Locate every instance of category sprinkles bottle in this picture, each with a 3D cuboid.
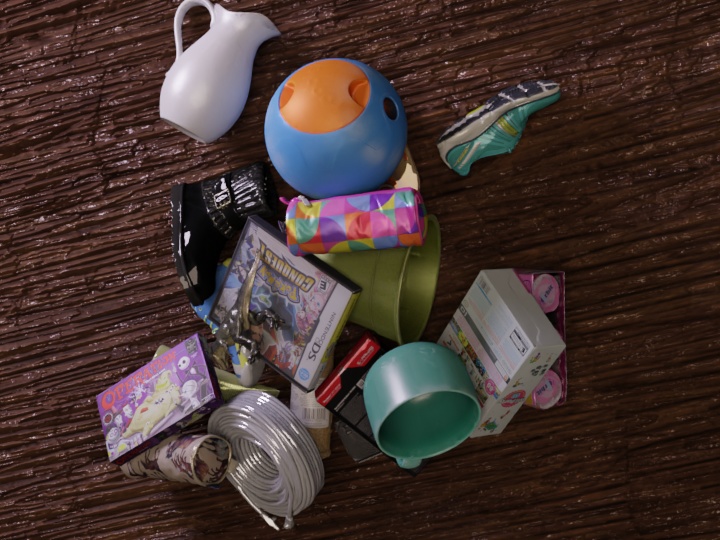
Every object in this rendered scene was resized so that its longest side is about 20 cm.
[{"bbox_3d":[-0.074,0.183,1.714,0.068,0.068,0.200,4,95,6],"label":"sprinkles bottle"}]

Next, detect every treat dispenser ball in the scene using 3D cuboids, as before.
[{"bbox_3d":[-0.034,-0.196,1.581,0.200,0.201,0.201,0,94,7],"label":"treat dispenser ball"}]

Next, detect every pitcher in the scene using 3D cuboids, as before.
[{"bbox_3d":[-0.235,-0.305,1.684,0.171,0.121,0.200,26,86,24],"label":"pitcher"}]

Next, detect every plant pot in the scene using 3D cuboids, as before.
[{"bbox_3d":[0.000,0.000,1.648,0.190,0.200,0.201,12,95,18],"label":"plant pot"}]

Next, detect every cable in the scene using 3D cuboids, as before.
[{"bbox_3d":[-0.140,0.273,1.678,0.200,0.069,0.200,42,139,14],"label":"cable"}]

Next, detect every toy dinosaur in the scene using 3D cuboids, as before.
[{"bbox_3d":[-0.162,0.076,1.611,0.088,0.047,0.200,37,114,27],"label":"toy dinosaur"}]

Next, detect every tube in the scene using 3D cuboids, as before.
[{"bbox_3d":[-0.229,0.179,1.746,0.200,0.058,0.052,24,58,2],"label":"tube"}]

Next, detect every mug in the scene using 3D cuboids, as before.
[{"bbox_3d":[0.070,0.183,1.581,0.152,0.115,0.185,26,122,-37],"label":"mug"}]

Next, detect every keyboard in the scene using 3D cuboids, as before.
[{"bbox_3d":[0.052,0.205,1.726,0.200,0.021,0.127,-25,97,7],"label":"keyboard"}]

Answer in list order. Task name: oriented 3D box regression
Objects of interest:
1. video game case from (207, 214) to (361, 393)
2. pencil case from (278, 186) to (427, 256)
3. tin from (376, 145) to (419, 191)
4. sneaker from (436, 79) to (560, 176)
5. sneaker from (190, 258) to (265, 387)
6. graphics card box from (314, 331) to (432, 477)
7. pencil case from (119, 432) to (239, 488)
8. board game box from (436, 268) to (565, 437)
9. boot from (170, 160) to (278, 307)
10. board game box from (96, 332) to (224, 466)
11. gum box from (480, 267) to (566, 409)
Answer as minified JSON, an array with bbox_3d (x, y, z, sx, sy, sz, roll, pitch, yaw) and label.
[{"bbox_3d":[-0.113,0.048,1.615,0.200,0.025,0.181,35,116,20],"label":"video game case"},{"bbox_3d":[-0.009,-0.066,1.525,0.200,0.088,0.089,-4,94,10],"label":"pencil case"},{"bbox_3d":[0.021,-0.171,1.694,0.112,0.042,0.200,-19,91,12],"label":"tin"},{"bbox_3d":[0.209,-0.214,1.662,0.200,0.078,0.080,-31,109,12],"label":"sneaker"},{"bbox_3d":[-0.203,0.079,1.728,0.105,0.076,0.200,-3,87,19],"label":"sneaker"},{"bbox_3d":[0.045,0.199,1.673,0.200,0.051,0.126,39,96,-12],"label":"graphics card box"},{"bbox_3d":[-0.280,0.282,1.696,0.200,0.089,0.078,-4,51,42],"label":"pencil case"},{"bbox_3d":[0.187,0.118,1.603,0.148,0.064,0.200,61,138,34],"label":"board game box"},{"bbox_3d":[-0.198,-0.058,1.678,0.157,0.079,0.212,-11,69,8],"label":"boot"},{"bbox_3d":[-0.302,0.193,1.681,0.200,0.032,0.120,-32,51,14],"label":"board game box"},{"bbox_3d":[0.237,0.099,1.643,0.066,0.113,0.200,-5,95,-34],"label":"gum box"}]
